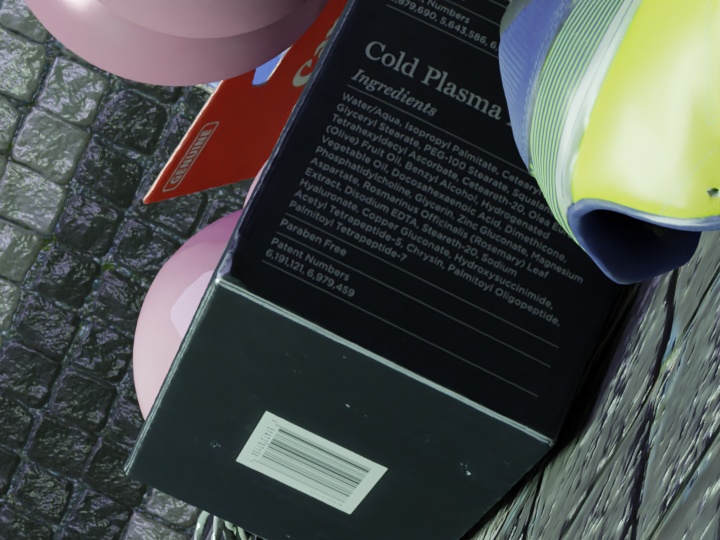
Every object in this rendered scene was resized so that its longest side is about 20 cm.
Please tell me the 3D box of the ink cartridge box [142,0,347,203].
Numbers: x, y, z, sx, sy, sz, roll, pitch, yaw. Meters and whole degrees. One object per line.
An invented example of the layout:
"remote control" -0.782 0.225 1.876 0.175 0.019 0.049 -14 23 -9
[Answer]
"ink cartridge box" 0.019 -0.096 1.113 0.173 0.044 0.200 -19 -28 -50

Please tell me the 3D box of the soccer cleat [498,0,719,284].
"soccer cleat" 0.084 -0.046 0.468 0.200 0.065 0.084 149 107 -68

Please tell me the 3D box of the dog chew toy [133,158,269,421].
"dog chew toy" 0.000 0.000 0.970 0.200 0.124 0.125 -58 -2 -34

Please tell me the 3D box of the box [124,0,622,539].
"box" 0.022 -0.019 0.789 0.200 0.104 0.182 122 173 -68

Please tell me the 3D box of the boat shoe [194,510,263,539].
"boat shoe" -0.030 0.102 1.083 0.199 0.068 0.074 -75 10 -74

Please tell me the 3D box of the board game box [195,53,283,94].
"board game box" 0.015 -0.143 1.280 0.200 0.097 0.160 8 -71 -63

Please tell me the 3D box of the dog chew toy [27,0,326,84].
"dog chew toy" -0.053 -0.129 0.844 0.125 0.124 0.200 -65 10 -8
